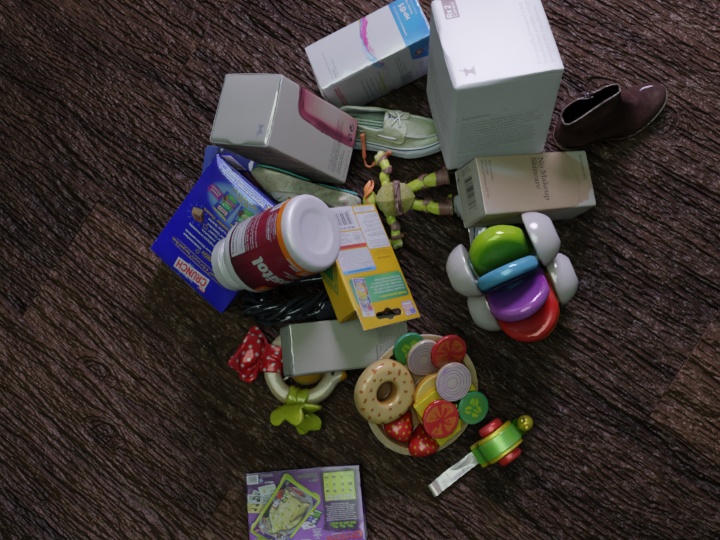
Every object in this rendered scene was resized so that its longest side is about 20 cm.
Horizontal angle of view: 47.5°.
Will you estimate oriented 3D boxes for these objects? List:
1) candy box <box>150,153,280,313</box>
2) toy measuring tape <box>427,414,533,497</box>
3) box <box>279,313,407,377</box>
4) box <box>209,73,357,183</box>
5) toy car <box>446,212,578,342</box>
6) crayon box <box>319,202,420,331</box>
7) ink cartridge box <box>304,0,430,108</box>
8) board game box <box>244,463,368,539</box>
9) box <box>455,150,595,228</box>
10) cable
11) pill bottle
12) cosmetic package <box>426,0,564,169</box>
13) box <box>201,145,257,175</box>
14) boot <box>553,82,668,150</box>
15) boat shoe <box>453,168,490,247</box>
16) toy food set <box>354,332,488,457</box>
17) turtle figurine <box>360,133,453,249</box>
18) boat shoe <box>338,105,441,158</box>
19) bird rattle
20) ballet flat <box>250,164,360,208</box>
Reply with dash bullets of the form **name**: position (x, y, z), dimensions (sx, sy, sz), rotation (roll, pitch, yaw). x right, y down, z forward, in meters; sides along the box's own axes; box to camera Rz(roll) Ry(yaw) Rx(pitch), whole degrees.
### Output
- **candy box**: position (-0.226, -0.062, 1.366), dimensions (0.169, 0.077, 0.201), rotation (40, 100, 4)
- **toy measuring tape**: position (0.187, 0.289, 1.276), dimensions (0.199, 0.074, 0.074), rotation (-37, 79, 4)
- **box**: position (-0.024, 0.118, 1.290), dimensions (0.196, 0.068, 0.084), rotation (-3, 84, -20)
- **box**: position (-0.115, -0.218, 1.277), dimensions (0.126, 0.199, 0.111), rotation (10, 85, 36)
- **toy car**: position (0.234, 0.028, 1.224), dimensions (0.172, 0.201, 0.152), rotation (-24, 39, 15)
- **crayon box**: position (0.000, 0.000, 1.273), dimensions (0.051, 0.124, 0.203), rotation (-38, 69, 45)
- **ink cartridge box**: position (0.022, -0.347, 1.339), dimensions (0.197, 0.144, 0.086), rotation (-26, 79, 6)
- **board game box**: position (-0.089, 0.385, 1.337), dimensions (0.195, 0.032, 0.123), rotation (-6, 78, 11)
- **box**: position (0.254, -0.126, 1.264), dimensions (0.196, 0.078, 0.097), rotation (-7, 80, -20)
- **cable**: position (-0.107, 0.033, 1.300), dimensions (0.162, 0.197, 0.052), rotation (30, 128, 46)
- **pill bottle**: position (-0.132, -0.032, 1.228), dimensions (0.198, 0.112, 0.116), rotation (-18, 79, 42)
- **cosmetic package**: position (0.195, -0.289, 1.242), dimensions (0.161, 0.201, 0.168), rotation (-10, 63, -3)
- **box**: position (-0.189, -0.152, 1.415), dimensions (0.195, 0.032, 0.124), rotation (6, 85, 12)
- **boot**: position (0.390, -0.247, 1.249), dimensions (0.197, 0.166, 0.073), rotation (-27, 80, 6)
- **boat shoe**: position (0.184, -0.110, 1.330), dimensions (0.065, 0.073, 0.205), rotation (-3, 73, 25)
- **toy food set**: position (0.099, 0.193, 1.274), dimensions (0.197, 0.049, 0.202), rotation (-38, 107, -7)
- **turtle figurine**: position (0.068, -0.130, 1.334), dimensions (0.158, 0.064, 0.205), rotation (-7, 95, 10)
- **boat shoe**: position (0.050, -0.233, 1.355), dimensions (0.195, 0.062, 0.073), rotation (4, 63, 11)
- **bird rattle**: position (-0.113, 0.166, 1.350), dimensions (0.162, 0.113, 0.201), rotation (-33, 68, -9)
- **ballet flat**: position (-0.087, -0.117, 1.333), dimensions (0.196, 0.067, 0.064), rotation (14, 80, -22)
